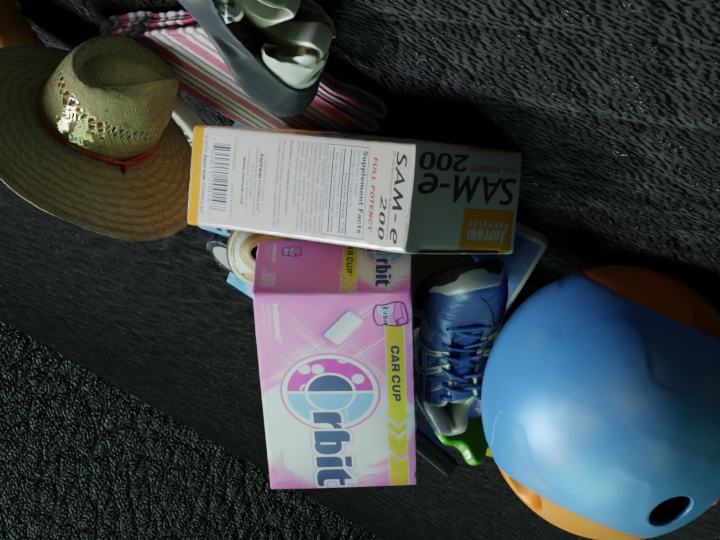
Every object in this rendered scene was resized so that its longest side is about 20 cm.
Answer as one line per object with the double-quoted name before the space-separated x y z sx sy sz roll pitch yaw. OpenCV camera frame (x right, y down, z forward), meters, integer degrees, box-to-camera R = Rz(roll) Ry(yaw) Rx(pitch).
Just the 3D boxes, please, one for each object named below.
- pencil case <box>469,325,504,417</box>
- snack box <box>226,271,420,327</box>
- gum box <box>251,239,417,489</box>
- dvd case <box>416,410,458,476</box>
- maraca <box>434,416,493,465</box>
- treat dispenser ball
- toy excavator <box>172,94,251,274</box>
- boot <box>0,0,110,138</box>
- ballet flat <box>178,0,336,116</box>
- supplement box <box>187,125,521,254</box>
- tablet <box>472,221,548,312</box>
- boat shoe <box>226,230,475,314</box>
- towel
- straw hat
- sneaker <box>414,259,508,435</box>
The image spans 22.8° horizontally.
"pencil case" 0.181 0.084 1.462 0.198 0.087 0.079 2 120 17
"snack box" -0.007 0.029 1.558 0.199 0.037 0.116 10 -164 -46
"gum box" -0.016 0.076 1.327 0.112 0.066 0.201 -1 127 3
"dvd case" 0.003 0.095 1.529 0.143 0.018 0.200 41 -177 -21
"maraca" 0.115 0.115 1.645 0.199 0.107 0.138 -12 -116 -54
"treat dispenser ball" 0.188 0.097 1.311 0.200 0.202 0.201 24 167 6
"toy excavator" -0.113 -0.093 1.424 0.194 0.100 0.200 16 150 39
"boot" -0.253 -0.136 1.361 0.144 0.071 0.201 57 177 -22
"ballet flat" -0.059 -0.153 1.093 0.073 0.073 0.200 16 161 35
"supplement box" -0.006 -0.057 1.229 0.199 0.074 0.126 8 -174 38
"tablet" 0.069 -0.008 1.449 0.129 0.014 0.200 23 153 0
"boat shoe" 0.000 0.000 1.355 0.198 0.072 0.076 3 -177 -15
"towel" -0.086 -0.145 1.274 0.146 0.030 0.199 32 167 -31
"straw hat" -0.179 -0.120 1.272 0.200 0.202 0.085 29 126 -16
"sneaker" 0.079 0.057 1.362 0.075 0.078 0.200 -10 152 -9
